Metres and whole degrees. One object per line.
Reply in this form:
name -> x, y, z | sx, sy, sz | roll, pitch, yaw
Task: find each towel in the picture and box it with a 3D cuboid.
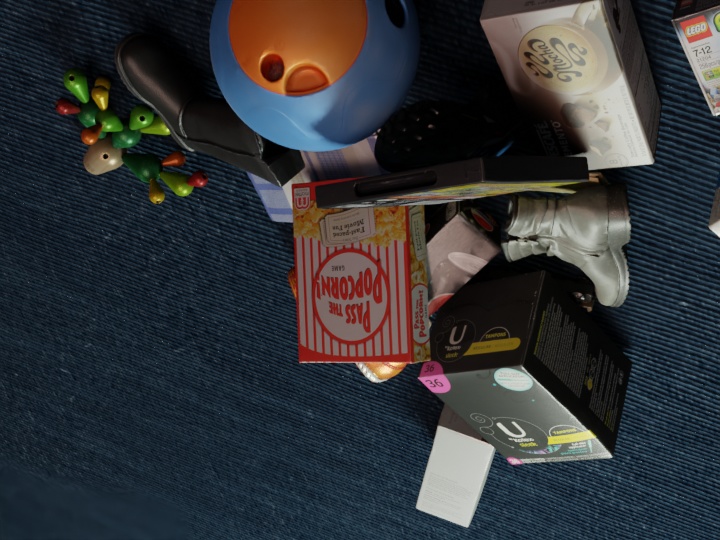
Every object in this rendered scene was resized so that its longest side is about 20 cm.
towel -> -0.042, -0.112, 1.337 | 0.198, 0.024, 0.148 | 1, 135, 29

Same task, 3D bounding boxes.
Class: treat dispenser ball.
treat dispenser ball -> -0.043, -0.214, 1.098 | 0.198, 0.202, 0.202 | 14, 137, 13

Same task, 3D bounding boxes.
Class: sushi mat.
sushi mat -> 0.160, -0.096, 1.218 | 0.197, 0.012, 0.096 | 6, 176, 22

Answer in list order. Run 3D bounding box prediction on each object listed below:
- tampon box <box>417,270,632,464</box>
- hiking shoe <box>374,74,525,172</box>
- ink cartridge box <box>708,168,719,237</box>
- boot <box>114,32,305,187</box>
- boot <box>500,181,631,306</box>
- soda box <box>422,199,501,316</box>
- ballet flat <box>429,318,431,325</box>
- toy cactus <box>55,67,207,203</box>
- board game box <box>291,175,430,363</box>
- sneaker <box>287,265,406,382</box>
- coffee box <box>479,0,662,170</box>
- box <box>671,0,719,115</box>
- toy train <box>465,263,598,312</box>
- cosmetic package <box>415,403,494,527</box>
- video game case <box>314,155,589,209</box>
tampon box -> 0.192, 0.116, 1.338 | 0.149, 0.127, 0.200 | -13, 136, 42
hiking shoe -> 0.092, -0.122, 1.135 | 0.075, 0.198, 0.087 | 53, 144, 24
ink cartridge box -> 0.414, -0.102, 1.044 | 0.067, 0.117, 0.200 | 37, 137, -12
boot -> -0.161, -0.174, 1.240 | 0.199, 0.066, 0.165 | 27, 163, 49
boot -> 0.213, -0.027, 1.218 | 0.129, 0.068, 0.201 | -4, 148, 10
soda box -> 0.069, 0.006, 1.320 | 0.071, 0.064, 0.200 | 38, 117, -14
ballet flat -> 0.001, 0.027, 1.407 | 0.199, 0.068, 0.068 | 38, 169, -14
toy cactus -> -0.287, -0.146, 1.386 | 0.199, 0.103, 0.164 | 34, 148, -22
board game box -> 0.000, 0.000, 1.284 | 0.150, 0.046, 0.203 | -3, 90, 33
sneaker -> -0.012, 0.055, 1.471 | 0.077, 0.073, 0.200 | -38, 115, 23
coffee box -> 0.199, -0.188, 1.073 | 0.112, 0.080, 0.201 | -3, 140, 28
box -> 0.384, -0.211, 1.011 | 0.198, 0.035, 0.110 | -13, 125, 36
toy train -> 0.179, 0.020, 1.349 | 0.197, 0.034, 0.046 | 9, 139, 19
cosmetic package -> 0.136, 0.230, 1.527 | 0.080, 0.113, 0.201 | 17, 136, 9
video game case -> 0.088, -0.082, 1.077 | 0.179, 0.199, 0.026 | -6, 90, 37
